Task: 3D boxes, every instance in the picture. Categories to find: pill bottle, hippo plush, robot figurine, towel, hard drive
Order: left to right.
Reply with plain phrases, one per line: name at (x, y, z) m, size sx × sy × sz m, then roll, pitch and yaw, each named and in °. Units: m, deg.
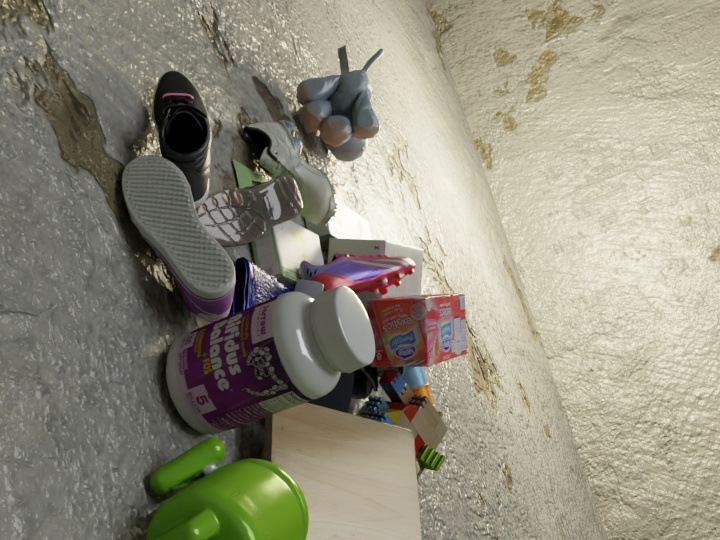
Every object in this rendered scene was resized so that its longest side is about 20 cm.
robot figurine at (-0.119, 0.244, 0.799) m, size 0.176 × 0.115 × 0.200 m, roll 58°, pitch 17°, yaw 7°
pill bottle at (-0.091, 0.089, 0.893) m, size 0.112 × 0.199 × 0.113 m, roll 54°, pitch 23°, yaw -36°
towel at (-0.111, 0.085, 1.115) m, size 0.200 × 0.049 × 0.148 m, roll 39°, pitch 41°, yaw -56°
hard drive at (-0.053, 0.117, 1.109) m, size 0.135 × 0.042 × 0.200 m, roll 58°, pitch 27°, yaw -36°
hippo plush at (-0.043, -0.296, 1.630) m, size 0.161 × 0.158 × 0.201 m, roll 103°, pitch -10°, yaw -69°

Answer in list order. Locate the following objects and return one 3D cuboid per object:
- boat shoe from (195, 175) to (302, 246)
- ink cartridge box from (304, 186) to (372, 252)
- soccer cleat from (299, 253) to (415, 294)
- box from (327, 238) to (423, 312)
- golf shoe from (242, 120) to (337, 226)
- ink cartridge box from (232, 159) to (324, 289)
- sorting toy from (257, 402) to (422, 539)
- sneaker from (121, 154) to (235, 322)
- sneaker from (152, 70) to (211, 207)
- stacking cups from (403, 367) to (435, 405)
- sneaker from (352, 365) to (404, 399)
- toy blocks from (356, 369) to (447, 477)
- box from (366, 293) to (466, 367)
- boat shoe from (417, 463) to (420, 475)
boat shoe at (-0.159, -0.070, 1.113) m, size 0.200 × 0.073 × 0.075 m, roll -21°, pitch 97°, yaw -51°
ink cartridge box at (-0.043, -0.105, 1.508) m, size 0.200 × 0.043 × 0.174 m, roll 30°, pitch 43°, yaw -61°
soccer cleat at (0.000, 0.000, 1.247) m, size 0.199 × 0.067 × 0.077 m, roll -18°, pitch 71°, yaw -40°
box at (0.026, 0.017, 1.416) m, size 0.200 × 0.097 × 0.125 m, roll 9°, pitch 85°, yaw -69°
golf shoe at (-0.113, -0.145, 1.302) m, size 0.097 × 0.078 × 0.200 m, roll -1°, pitch 49°, yaw -50°
ink cartridge box at (-0.114, -0.061, 1.261) m, size 0.145 × 0.048 × 0.201 m, roll 28°, pitch 46°, yaw -61°
sorting toy at (-0.031, 0.267, 0.992) m, size 0.199 × 0.070 × 0.199 m, roll 20°, pitch 49°, yaw -27°
sneaker at (-0.206, -0.028, 0.966) m, size 0.201 × 0.072 × 0.114 m, roll 59°, pitch -18°, yaw 21°
sneaker at (-0.210, -0.182, 1.028) m, size 0.099 × 0.070 × 0.201 m, roll 111°, pitch -29°, yaw -57°
stacking cups at (0.094, 0.190, 1.542) m, size 0.060 × 0.060 × 0.201 m, roll -9°, pitch 81°, yaw -71°
sneaker at (0.010, 0.153, 1.329) m, size 0.200 × 0.075 × 0.114 m, roll 45°, pitch 35°, yaw -47°
toy blocks at (0.044, 0.240, 1.243) m, size 0.200 × 0.100 × 0.137 m, roll -53°, pitch 125°, yaw -32°
box at (0.091, 0.089, 1.320) m, size 0.200 × 0.094 × 0.103 m, roll -3°, pitch 90°, yaw -67°
boat shoe at (0.000, 0.269, 1.123) m, size 0.200 × 0.073 × 0.065 m, roll -12°, pitch 79°, yaw -53°
